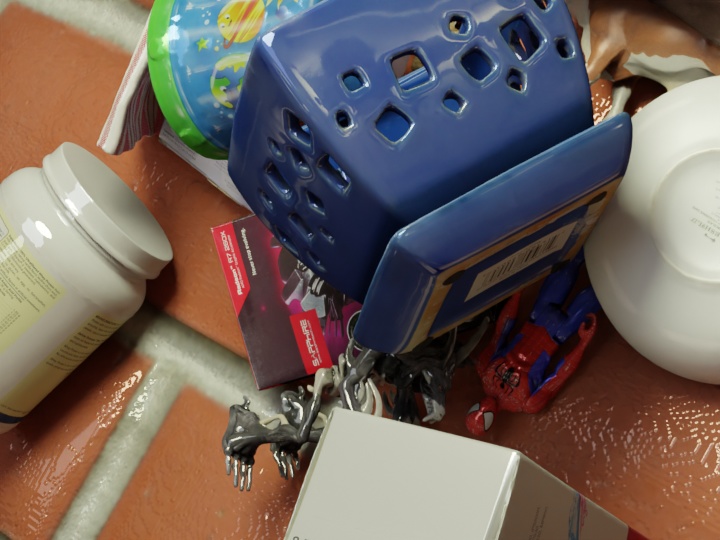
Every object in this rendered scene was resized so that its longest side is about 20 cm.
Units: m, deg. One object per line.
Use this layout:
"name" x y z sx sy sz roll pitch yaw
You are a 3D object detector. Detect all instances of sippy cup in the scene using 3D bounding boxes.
"sippy cup" -0.058 -0.154 1.449 0.130 0.178 0.141 -10 55 33

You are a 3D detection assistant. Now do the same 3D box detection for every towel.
"towel" -0.149 -0.163 1.584 0.030 0.200 0.147 22 99 -2

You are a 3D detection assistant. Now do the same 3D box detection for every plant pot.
"plant pot" 0.048 -0.073 1.301 0.199 0.200 0.180 -28 74 -19

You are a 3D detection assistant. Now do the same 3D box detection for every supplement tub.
"supplement tub" -0.257 0.013 1.607 0.200 0.145 0.145 -42 52 9

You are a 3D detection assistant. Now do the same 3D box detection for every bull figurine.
"bull figurine" 0.204 -0.149 1.432 0.199 0.065 0.122 19 84 40

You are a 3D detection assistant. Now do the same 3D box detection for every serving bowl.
"serving bowl" 0.231 -0.030 1.318 0.198 0.066 0.202 -3 81 20

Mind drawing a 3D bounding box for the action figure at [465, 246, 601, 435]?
"action figure" 0.133 0.028 1.401 0.065 0.052 0.201 35 92 15

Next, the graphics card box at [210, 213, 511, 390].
"graphics card box" 0.000 0.000 1.474 0.199 0.051 0.126 -16 88 25

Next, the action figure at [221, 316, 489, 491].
"action figure" 0.007 0.097 1.409 0.199 0.118 0.103 -26 71 34

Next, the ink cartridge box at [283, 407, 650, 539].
"ink cartridge box" 0.062 0.192 1.277 0.145 0.200 0.146 10 74 36

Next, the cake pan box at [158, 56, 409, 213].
"cake pan box" -0.056 -0.138 1.564 0.200 0.052 0.185 36 117 40

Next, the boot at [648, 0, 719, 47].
"boot" 0.174 -0.198 1.368 0.166 0.200 0.072 43 73 8

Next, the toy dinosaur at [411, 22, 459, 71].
"toy dinosaur" 0.033 -0.194 1.583 0.101 0.058 0.200 -36 46 -2
